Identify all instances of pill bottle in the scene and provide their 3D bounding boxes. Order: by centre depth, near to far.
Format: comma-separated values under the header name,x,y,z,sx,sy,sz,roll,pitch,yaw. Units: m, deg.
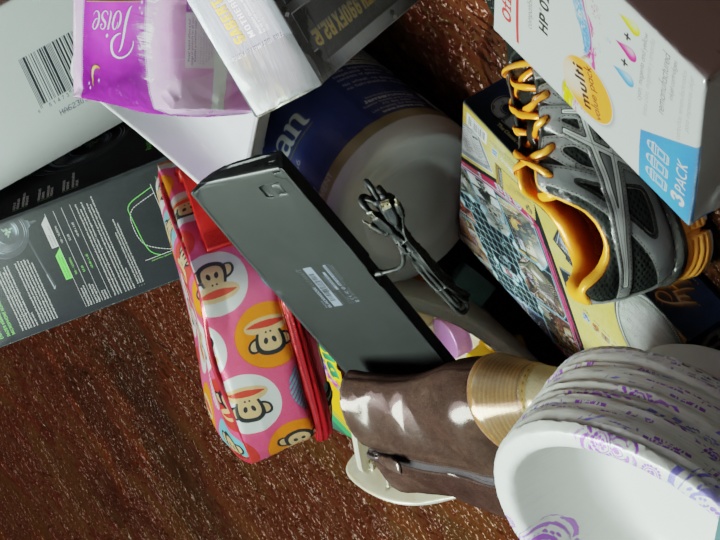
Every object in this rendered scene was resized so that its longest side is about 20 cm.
name,x,y,z,sx,sy,sz,roll,pitch,yaw
pill bottle,-0.024,-0.085,1.809,0.200,0.111,0.111,41,153,43

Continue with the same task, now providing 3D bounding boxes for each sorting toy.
name,x,y,z,sx,sy,sz,roll,pitch,yaw
sorting toy,0.072,0.075,1.842,0.180,0.107,0.200,34,148,36

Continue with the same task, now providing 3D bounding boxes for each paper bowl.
name,x,y,z,sx,sy,sz,roll,pitch,yaw
paper bowl,0.179,0.119,1.568,0.201,0.104,0.201,29,150,18

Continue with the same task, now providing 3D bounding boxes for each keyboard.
name,x,y,z,sx,sy,sz,roll,pitch,yaw
keyboard,0.000,0.000,1.721,0.127,0.021,0.200,-10,135,36

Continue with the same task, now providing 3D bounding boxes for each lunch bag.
name,x,y,z,sx,sy,sz,roll,pitch,yaw
lunch bag,-0.080,0.007,1.880,0.200,0.082,0.176,-113,7,-58

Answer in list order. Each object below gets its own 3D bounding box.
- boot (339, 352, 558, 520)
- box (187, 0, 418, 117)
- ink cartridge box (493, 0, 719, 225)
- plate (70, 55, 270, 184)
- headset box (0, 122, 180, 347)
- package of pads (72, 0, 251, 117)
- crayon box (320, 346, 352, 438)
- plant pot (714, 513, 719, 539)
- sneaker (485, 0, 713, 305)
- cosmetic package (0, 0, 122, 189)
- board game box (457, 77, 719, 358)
name,x,y,z,sx,sy,sz,roll,pitch,yaw
boot,0.095,0.125,1.771,0.166,0.072,0.200,-4,131,40
box,-0.037,-0.191,1.567,0.048,0.200,0.158,-24,103,33
ink cartridge box,0.125,-0.133,1.438,0.200,0.068,0.115,48,158,30
plate,-0.095,-0.166,1.777,0.200,0.032,0.200,39,123,44
headset box,-0.205,-0.040,2.110,0.174,0.200,0.093,-100,-12,-68
package of pads,-0.112,-0.190,1.712,0.120,0.076,0.200,9,99,54
crayon box,-0.028,0.016,2.046,0.119,0.058,0.200,22,138,60
plant pot,0.256,0.077,1.290,0.200,0.200,0.135,139,137,-70
sneaker,0.111,-0.073,1.547,0.200,0.077,0.078,62,162,-4
cosmetic package,-0.257,-0.158,2.145,0.200,0.199,0.123,17,135,62
board game box,0.129,0.001,1.673,0.200,0.035,0.136,49,158,27
